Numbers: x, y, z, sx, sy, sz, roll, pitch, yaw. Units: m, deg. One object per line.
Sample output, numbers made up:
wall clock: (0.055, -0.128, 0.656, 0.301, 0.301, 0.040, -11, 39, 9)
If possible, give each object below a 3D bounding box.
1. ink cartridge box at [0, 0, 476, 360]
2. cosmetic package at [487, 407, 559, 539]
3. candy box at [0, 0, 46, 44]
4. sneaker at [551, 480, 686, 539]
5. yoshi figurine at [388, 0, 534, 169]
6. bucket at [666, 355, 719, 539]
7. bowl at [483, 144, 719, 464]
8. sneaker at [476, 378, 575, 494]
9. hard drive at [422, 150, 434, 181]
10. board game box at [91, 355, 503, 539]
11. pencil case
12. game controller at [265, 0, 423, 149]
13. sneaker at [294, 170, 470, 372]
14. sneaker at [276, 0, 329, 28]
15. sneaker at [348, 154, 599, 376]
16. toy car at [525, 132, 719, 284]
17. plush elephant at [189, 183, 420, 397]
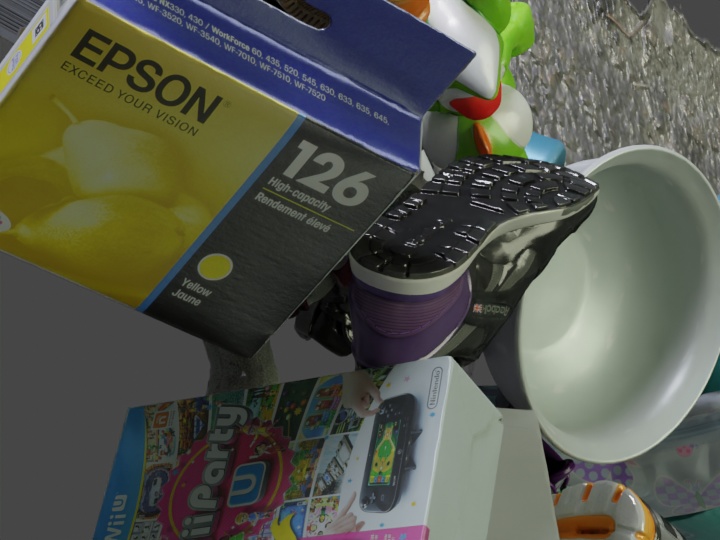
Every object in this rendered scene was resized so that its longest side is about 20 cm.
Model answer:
ink cartridge box: (-0.076, -0.065, 1.093, 0.198, 0.200, 0.047, 26, 33, -27)
cosmetic package: (0.053, 0.169, 1.299, 0.200, 0.113, 0.081, -98, -165, -48)
candy box: (-0.118, -0.200, 1.112, 0.056, 0.200, 0.117, 27, 57, -31)
sneaker: (0.117, 0.173, 1.416, 0.077, 0.200, 0.078, 27, 72, -37)
yoshi figurine: (0.051, -0.125, 1.316, 0.112, 0.112, 0.200, -62, 151, -32)
bucket: (0.263, 0.113, 1.697, 0.135, 0.207, 0.207, 25, 59, -49)
bowl: (0.139, 0.016, 1.443, 0.201, 0.090, 0.201, -10, 105, -40)
sneaker: (0.107, 0.168, 1.509, 0.074, 0.087, 0.200, -42, 117, -57)
hard drive: (0.012, -0.044, 1.474, 0.200, 0.027, 0.132, 64, 32, -25)
board game box: (-0.037, 0.133, 1.150, 0.064, 0.200, 0.148, 49, 41, -41)
pencil case: (0.198, 0.127, 1.575, 0.091, 0.200, 0.083, 59, 28, -44)
game controller: (-0.015, -0.158, 1.410, 0.200, 0.042, 0.104, 56, 36, -12)
sneaker: (0.000, 0.000, 1.368, 0.099, 0.070, 0.200, -32, 121, -17)
sneaker: (-0.017, -0.179, 1.349, 0.112, 0.071, 0.200, 51, 10, 29)
sneaker: (0.055, 0.001, 1.224, 0.200, 0.076, 0.088, -28, 132, -47)
toy car: (0.165, 0.031, 1.616, 0.177, 0.184, 0.200, -45, 150, -65)
plush elephant: (-0.036, -0.038, 1.241, 0.155, 0.165, 0.200, 104, -34, -72)
